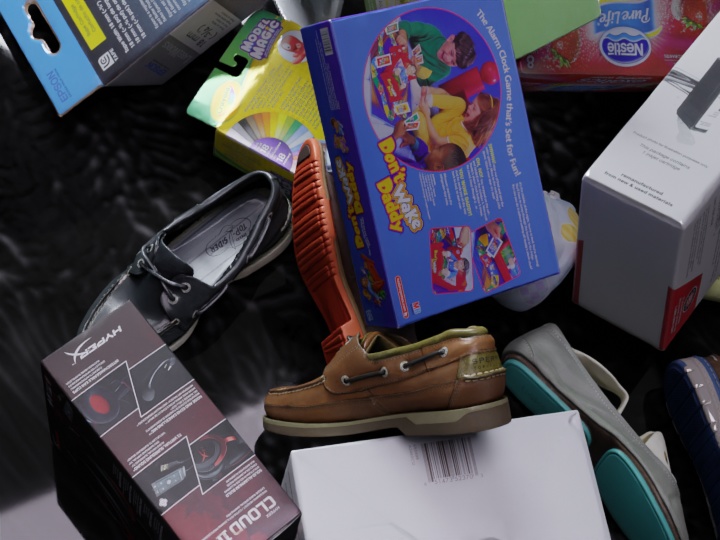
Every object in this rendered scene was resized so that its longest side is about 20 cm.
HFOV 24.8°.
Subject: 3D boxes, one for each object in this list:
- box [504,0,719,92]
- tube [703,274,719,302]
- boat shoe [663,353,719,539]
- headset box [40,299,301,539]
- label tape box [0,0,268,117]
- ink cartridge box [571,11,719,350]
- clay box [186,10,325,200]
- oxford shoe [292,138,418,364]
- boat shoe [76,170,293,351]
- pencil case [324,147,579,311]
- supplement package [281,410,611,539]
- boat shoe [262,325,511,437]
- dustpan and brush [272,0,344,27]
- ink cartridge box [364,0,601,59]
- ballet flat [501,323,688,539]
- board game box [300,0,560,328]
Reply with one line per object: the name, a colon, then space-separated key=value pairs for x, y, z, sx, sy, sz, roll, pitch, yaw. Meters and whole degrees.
box: x=0.172 y=-0.188 z=1.247 sx=0.198 sy=0.099 sz=0.097 roll=-3 pitch=90 yaw=-29
tube: x=0.272 y=-0.004 z=1.250 sx=0.198 sy=0.058 sz=0.052 roll=13 pitch=106 yaw=3
boat shoe: x=0.285 y=0.147 z=1.164 sx=0.072 sy=0.072 sz=0.202 roll=-11 pitch=67 yaw=-15
headset box: x=-0.118 y=0.140 z=1.065 sx=0.075 sy=0.149 sz=0.200 roll=-35 pitch=75 yaw=-21
label tape box: x=-0.174 y=-0.226 z=1.263 sx=0.199 sy=0.063 sz=0.145 roll=-36 pitch=72 yaw=11
ink cartridge box: x=0.241 y=-0.067 z=1.180 sx=0.083 sy=0.145 sz=0.200 roll=29 pitch=59 yaw=24
clay box: x=-0.022 y=-0.105 z=1.250 sx=0.199 sy=0.048 sz=0.115 roll=30 pitch=67 yaw=7
oxford shoe: x=0.000 y=0.000 z=1.185 sx=0.072 sy=0.071 sz=0.202 roll=-12 pitch=87 yaw=-21
boat shoe: x=-0.126 y=-0.003 z=1.172 sx=0.199 sy=0.066 sz=0.075 roll=-34 pitch=65 yaw=-21
pencil case: x=0.069 y=-0.056 z=1.170 sx=0.199 sy=0.083 sz=0.091 roll=35 pitch=94 yaw=-24
supplement package: x=0.057 y=0.194 z=1.086 sx=0.198 sy=0.111 sz=0.157 roll=-7 pitch=67 yaw=-12
boat shoe: x=0.014 y=0.072 z=1.087 sx=0.072 sy=0.199 sz=0.069 roll=-11 pitch=93 yaw=-53
dustpan and brush: x=-0.061 y=-0.281 z=1.305 sx=0.057 sy=0.141 sz=0.201 roll=0 pitch=39 yaw=-19
ink cartridge box: x=0.077 y=-0.212 z=1.163 sx=0.048 sy=0.199 sz=0.147 roll=-3 pitch=78 yaw=-34
ballet flat: x=0.181 y=0.119 z=1.167 sx=0.063 sy=0.068 sz=0.200 roll=-32 pitch=73 yaw=-28
board game box: x=0.048 y=-0.077 z=1.087 sx=0.133 sy=0.045 sz=0.202 roll=-16 pitch=98 yaw=-27
